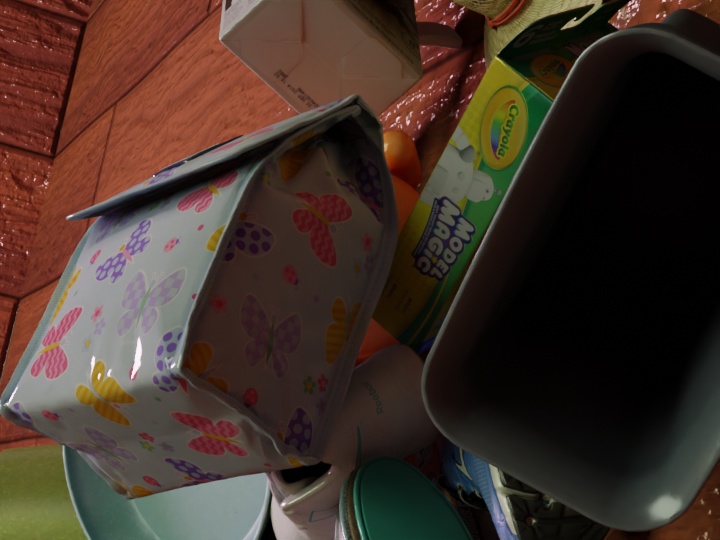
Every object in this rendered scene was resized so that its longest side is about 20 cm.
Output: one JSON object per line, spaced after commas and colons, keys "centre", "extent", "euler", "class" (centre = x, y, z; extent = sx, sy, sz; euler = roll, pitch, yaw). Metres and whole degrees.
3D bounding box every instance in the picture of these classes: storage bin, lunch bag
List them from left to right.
{"centre": [-0.081, 0.005, 0.937], "extent": [0.169, 0.127, 0.201], "euler": [-15, 43, 46], "class": "lunch bag"}
{"centre": [0.136, -0.011, 0.750], "extent": [0.201, 0.145, 0.134], "euler": [-65, -7, 28], "class": "storage bin"}

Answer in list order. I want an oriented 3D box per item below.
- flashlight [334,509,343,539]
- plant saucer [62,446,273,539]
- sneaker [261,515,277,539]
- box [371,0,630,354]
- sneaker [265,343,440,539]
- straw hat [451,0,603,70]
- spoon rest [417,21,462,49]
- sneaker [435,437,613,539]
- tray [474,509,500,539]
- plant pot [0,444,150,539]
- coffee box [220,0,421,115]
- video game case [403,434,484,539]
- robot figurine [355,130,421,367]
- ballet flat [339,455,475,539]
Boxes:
{"centre": [0.007, 0.227, 0.929], "extent": [0.068, 0.067, 0.201], "euler": [-18, 68, 55], "class": "flashlight"}
{"centre": [-0.117, 0.112, 1.131], "extent": [0.199, 0.036, 0.201], "euler": [2, 92, 42], "class": "plant saucer"}
{"centre": [-0.048, 0.213, 1.135], "extent": [0.200, 0.095, 0.079], "euler": [-99, 24, -52], "class": "sneaker"}
{"centre": [0.086, -0.054, 0.937], "extent": [0.048, 0.117, 0.201], "euler": [40, 126, 21], "class": "box"}
{"centre": [-0.025, 0.109, 0.985], "extent": [0.071, 0.080, 0.201], "euler": [56, 147, 19], "class": "sneaker"}
{"centre": [0.081, -0.201, 1.096], "extent": [0.201, 0.085, 0.202], "euler": [-166, 90, -72], "class": "straw hat"}
{"centre": [0.009, -0.087, 1.269], "extent": [0.099, 0.060, 0.201], "euler": [-120, 49, -65], "class": "spoon rest"}
{"centre": [0.085, 0.097, 0.896], "extent": [0.200, 0.078, 0.090], "euler": [-93, 17, -63], "class": "sneaker"}
{"centre": [0.045, 0.168, 1.023], "extent": [0.108, 0.022, 0.200], "euler": [-97, 28, -51], "class": "tray"}
{"centre": [-0.173, 0.197, 1.268], "extent": [0.200, 0.183, 0.202], "euler": [2, -90, -82], "class": "plant pot"}
{"centre": [-0.027, -0.191, 1.199], "extent": [0.080, 0.113, 0.200], "euler": [-38, 28, 22], "class": "coffee box"}
{"centre": [0.033, 0.195, 0.980], "extent": [0.143, 0.017, 0.201], "euler": [-57, 36, 39], "class": "video game case"}
{"centre": [0.000, 0.002, 1.078], "extent": [0.144, 0.117, 0.200], "euler": [-34, -11, 2], "class": "robot figurine"}
{"centre": [0.043, 0.182, 0.869], "extent": [0.200, 0.074, 0.074], "euler": [56, 131, 39], "class": "ballet flat"}
